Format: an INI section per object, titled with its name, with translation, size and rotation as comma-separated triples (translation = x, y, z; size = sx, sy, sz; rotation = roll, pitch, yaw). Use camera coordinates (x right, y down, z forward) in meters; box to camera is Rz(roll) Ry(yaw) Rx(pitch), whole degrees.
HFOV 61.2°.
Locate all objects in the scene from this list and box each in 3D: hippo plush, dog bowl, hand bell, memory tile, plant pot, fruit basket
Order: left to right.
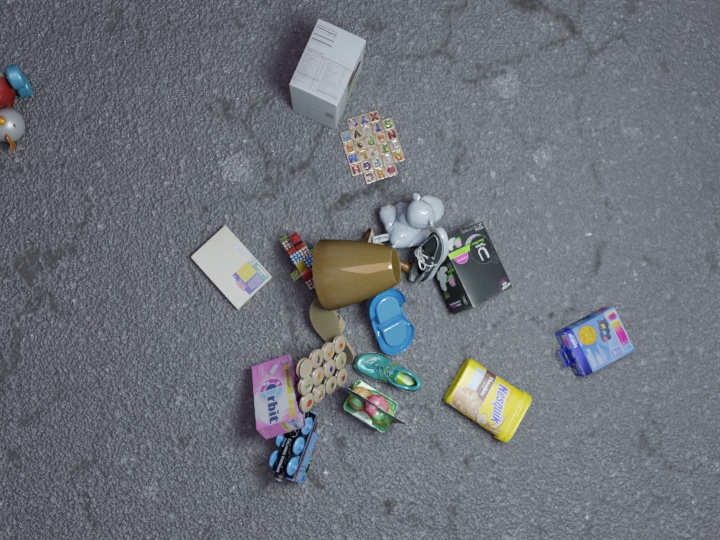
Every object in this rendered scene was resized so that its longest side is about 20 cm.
[memory tile]
translation = -0.096, 0.268, 1.600
size = 0.017, 0.199, 0.156
rotation = 11, 114, 33
[plant pot]
translation = 0.000, 0.000, 1.579
size = 0.197, 0.186, 0.190
rotation = -8, 83, 20
[fruit basket]
translation = 0.028, 0.362, 1.601
size = 0.184, 0.200, 0.095
rotation = 31, 82, 0
[dog bowl]
translation = 0.078, 0.133, 1.662
size = 0.110, 0.050, 0.202
rotation = -26, 117, -15
[hand bell]
translation = 0.090, -0.029, 1.719
size = 0.198, 0.104, 0.105
rotation = 27, 82, -13
[hippo plush]
translation = 0.134, -0.150, 1.653
size = 0.198, 0.161, 0.160
rotation = -20, 68, -40

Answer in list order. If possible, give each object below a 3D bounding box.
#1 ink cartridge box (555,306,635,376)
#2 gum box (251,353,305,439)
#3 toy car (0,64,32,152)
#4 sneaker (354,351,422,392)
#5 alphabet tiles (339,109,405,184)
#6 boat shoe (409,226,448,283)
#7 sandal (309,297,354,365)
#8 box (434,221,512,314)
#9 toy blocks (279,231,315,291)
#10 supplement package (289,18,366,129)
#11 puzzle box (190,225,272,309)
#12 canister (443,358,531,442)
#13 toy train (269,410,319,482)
[ink cartridge box]
translation = 0.648, 0.208, 1.721
size = 0.198, 0.076, 0.138
rotation = -26, 86, -4
[gum box]
translation = -0.218, 0.325, 1.604
size = 0.112, 0.067, 0.202
rotation = -18, 50, 4
[toy car]
translation = -0.976, -0.425, 1.652
size = 0.182, 0.177, 0.203
rotation = -21, 98, -17
[sneaker]
translation = 0.080, 0.278, 1.674
size = 0.197, 0.080, 0.079
rotation = 20, 83, 0
[alphabet tiles]
translation = 0.035, -0.362, 1.779
size = 0.164, 0.006, 0.203
rotation = -17, 85, -6
[boat shoe]
translation = 0.176, -0.036, 1.636
size = 0.067, 0.200, 0.074
rotation = -20, 65, -27
[sandal]
translation = -0.076, 0.157, 1.691
size = 0.077, 0.070, 0.214
rotation = -22, 107, 16
[box]
translation = 0.295, -0.005, 1.682
size = 0.147, 0.124, 0.203
rotation = -22, 86, -23
[toy blocks]
translation = -0.155, -0.024, 1.664
size = 0.099, 0.137, 0.202
rotation = -32, 86, -6
[supplement package]
translation = -0.092, -0.540, 1.698
size = 0.145, 0.191, 0.203
rotation = 23, 83, -1
[puzzle box]
translation = -0.359, -0.008, 1.705
size = 0.133, 0.025, 0.200
rotation = -42, 88, -7
[canister]
translation = 0.347, 0.355, 1.680
size = 0.198, 0.087, 0.150
rotation = 32, 82, 2
[toy train]
translation = -0.170, 0.462, 1.620
size = 0.086, 0.114, 0.203
rotation = 12, 74, 28
